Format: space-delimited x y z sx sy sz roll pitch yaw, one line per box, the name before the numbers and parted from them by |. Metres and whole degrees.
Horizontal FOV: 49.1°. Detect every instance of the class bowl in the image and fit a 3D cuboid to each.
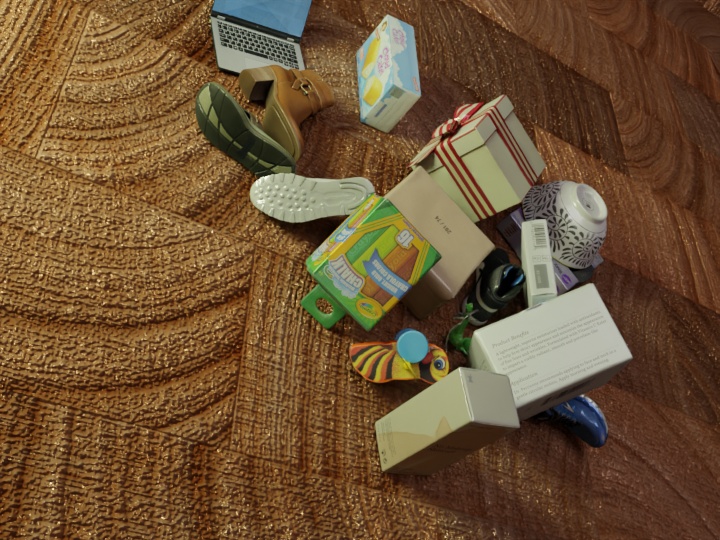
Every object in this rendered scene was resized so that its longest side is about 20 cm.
bowl | 0.432 -0.112 1.585 0.200 0.094 0.202 21 50 -26

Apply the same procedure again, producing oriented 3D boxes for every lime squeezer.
lime squeezer | 0.191 0.114 1.328 0.200 0.070 0.038 48 15 -45

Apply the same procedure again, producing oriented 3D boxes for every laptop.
laptop | -0.162 -0.449 1.416 0.186 0.116 0.201 7 56 -34

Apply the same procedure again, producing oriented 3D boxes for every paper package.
paper package | 0.103 -0.047 1.344 0.200 0.103 0.191 47 43 -1

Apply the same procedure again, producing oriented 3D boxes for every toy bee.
toy bee | 0.088 0.138 1.172 0.131 0.199 0.109 -14 89 -73

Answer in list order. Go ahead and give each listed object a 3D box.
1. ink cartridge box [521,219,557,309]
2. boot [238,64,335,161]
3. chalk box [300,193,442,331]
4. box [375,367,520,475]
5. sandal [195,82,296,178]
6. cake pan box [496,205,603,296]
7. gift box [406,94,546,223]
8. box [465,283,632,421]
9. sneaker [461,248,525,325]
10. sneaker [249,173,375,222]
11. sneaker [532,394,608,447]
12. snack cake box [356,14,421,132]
ink cartridge box | 0.316 0.035 1.398 0.047 0.200 0.161 -6 52 9
boot | -0.104 -0.280 1.366 0.154 0.074 0.201 -13 69 -41
chalk box | 0.000 0.000 1.177 0.125 0.200 0.124 43 0 -12
box | 0.116 0.213 1.092 0.095 0.200 0.078 13 53 -31
sandal | -0.186 -0.216 1.270 0.201 0.080 0.057 45 26 -12
cake pan box | 0.391 -0.051 1.613 0.184 0.052 0.200 -27 79 -44
gift box | 0.205 -0.202 1.486 0.187 0.199 0.185 56 38 -13
box | 0.283 0.140 1.226 0.198 0.200 0.131 -22 70 -4
sneaker | 0.259 0.010 1.418 0.073 0.112 0.200 40 44 -9
sneaker | -0.076 -0.114 1.260 0.199 0.081 0.077 4 94 -4
sneaker | 0.333 0.238 1.348 0.200 0.079 0.089 40 50 4
snack cake box | 0.053 -0.385 1.540 0.067 0.115 0.201 18 50 -27
